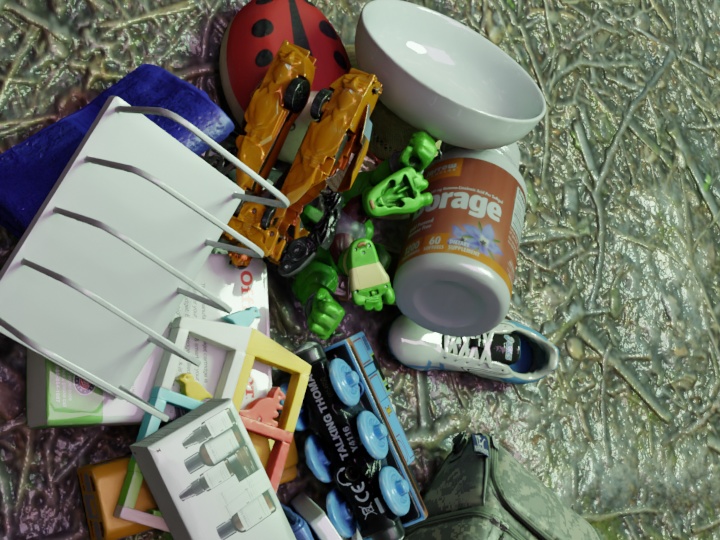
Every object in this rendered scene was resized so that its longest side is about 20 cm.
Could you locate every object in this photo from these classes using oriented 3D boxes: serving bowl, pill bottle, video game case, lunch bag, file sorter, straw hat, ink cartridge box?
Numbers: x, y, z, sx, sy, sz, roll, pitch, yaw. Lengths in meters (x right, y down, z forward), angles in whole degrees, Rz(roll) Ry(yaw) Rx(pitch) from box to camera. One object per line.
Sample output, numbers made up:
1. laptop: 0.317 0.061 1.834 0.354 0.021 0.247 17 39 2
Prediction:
1. serving bowl: 0.076 -0.177 1.045 0.198 0.066 0.201 23 32 -15
2. pill bottle: 0.102 -0.045 1.060 0.112 0.112 0.201 32 49 -20
3. video game case: 0.007 0.293 0.976 0.018 0.143 0.201 -35 93 -11
4. lunch bag: 0.145 0.277 1.076 0.200 0.139 0.169 41 47 -17
5. file sorter: -0.165 -0.009 0.825 0.138 0.124 0.201 36 77 -33
6. straw hat: 0.037 -0.157 1.130 0.199 0.085 0.203 7 75 -28
7. ink cartridge box: -0.186 0.061 0.957 0.198 0.084 0.147 2 79 -29

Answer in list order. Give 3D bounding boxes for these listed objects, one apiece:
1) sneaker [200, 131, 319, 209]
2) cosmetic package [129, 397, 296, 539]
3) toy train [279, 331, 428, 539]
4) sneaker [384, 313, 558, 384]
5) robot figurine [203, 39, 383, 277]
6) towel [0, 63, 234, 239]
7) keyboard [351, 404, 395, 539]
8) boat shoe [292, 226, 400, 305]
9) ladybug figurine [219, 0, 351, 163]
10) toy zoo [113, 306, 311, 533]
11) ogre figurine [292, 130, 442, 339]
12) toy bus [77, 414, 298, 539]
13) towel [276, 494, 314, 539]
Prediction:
1. sneaker: -0.127 -0.103 1.036 0.198 0.066 0.092 10 77 -25
2. cosmetic package: -0.103 0.212 0.878 0.082 0.051 0.202 -28 98 -28
3. toy train: -0.003 0.156 1.017 0.202 0.086 0.114 65 20 2
4. sneaker: 0.119 0.076 1.136 0.198 0.072 0.073 10 76 -26
5. robot figurine: -0.063 -0.092 0.961 0.144 0.058 0.202 25 88 19
6. towel: -0.223 -0.102 0.930 0.200 0.147 0.050 -41 133 -22
7. keyboard: 0.015 0.234 1.080 0.056 0.011 0.202 5 77 -34
8. boat shoe: 0.001 -0.002 1.101 0.199 0.063 0.074 11 85 -21
9. ladybug figurine: -0.067 -0.199 1.062 0.134 0.072 0.202 -6 62 -23
10. toy zoo: -0.117 0.126 0.922 0.130 0.020 0.202 24 72 -26
11. ogre figurine: -0.004 -0.033 1.002 0.097 0.120 0.202 13 85 -23
12. toy bus: -0.144 0.178 0.958 0.198 0.078 0.066 -11 85 -31
13. towel: -0.018 0.288 0.970 0.024 0.145 0.201 -37 100 -15
